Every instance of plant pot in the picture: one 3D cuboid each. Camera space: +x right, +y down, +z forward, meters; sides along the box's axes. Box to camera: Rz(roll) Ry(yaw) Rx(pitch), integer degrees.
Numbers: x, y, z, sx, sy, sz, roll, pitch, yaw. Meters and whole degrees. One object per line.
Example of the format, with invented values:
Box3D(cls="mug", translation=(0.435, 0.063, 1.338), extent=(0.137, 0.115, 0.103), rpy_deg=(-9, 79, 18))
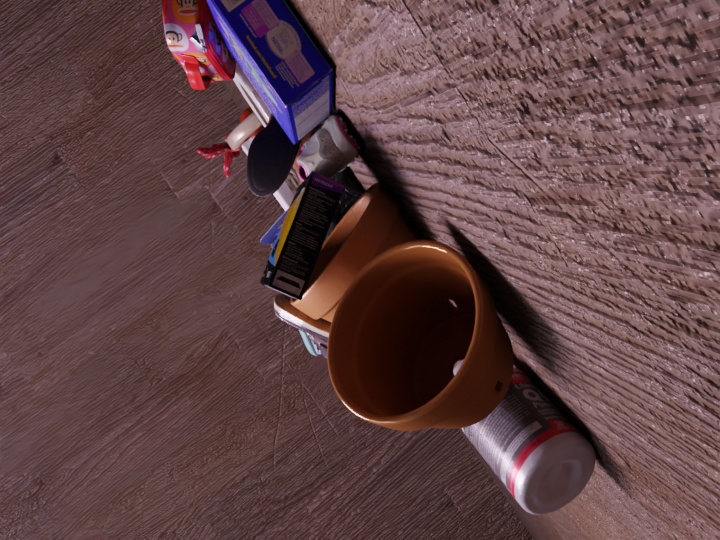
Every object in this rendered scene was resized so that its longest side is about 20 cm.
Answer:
Box3D(cls="plant pot", translation=(0.080, 0.088, 0.920), extent=(0.139, 0.201, 0.201), rpy_deg=(34, -168, -46))
Box3D(cls="plant pot", translation=(0.015, 0.005, 1.129), extent=(0.139, 0.202, 0.200), rpy_deg=(37, 179, -9))

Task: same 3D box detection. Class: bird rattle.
Box3D(cls="bird rattle", translation=(-0.211, -0.272, 1.557), extent=(0.114, 0.198, 0.163), rpy_deg=(57, 151, -1))

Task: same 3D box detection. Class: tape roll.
Box3D(cls="tape roll", translation=(-0.147, -0.290, 1.384), extent=(0.204, 0.070, 0.202), rpy_deg=(55, 177, 4))

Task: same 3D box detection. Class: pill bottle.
Box3D(cls="pill bottle", translation=(0.190, 0.192, 1.023), extent=(0.111, 0.110, 0.200), rpy_deg=(56, 176, -39))

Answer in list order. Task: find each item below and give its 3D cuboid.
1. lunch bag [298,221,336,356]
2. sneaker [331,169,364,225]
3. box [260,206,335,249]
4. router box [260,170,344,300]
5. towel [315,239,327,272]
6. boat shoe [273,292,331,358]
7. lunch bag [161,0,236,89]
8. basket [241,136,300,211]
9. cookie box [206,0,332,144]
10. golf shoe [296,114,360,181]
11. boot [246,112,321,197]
Box3D(cls="lunch bag", translation=(-0.065, 0.022, 1.350), extent=(0.202, 0.075, 0.162), rpy_deg=(-87, -20, -50))
Box3D(cls="sneaker", translation=(-0.030, -0.133, 1.391), extent=(0.202, 0.075, 0.091), rpy_deg=(59, -173, -15))
Box3D(cls="box", translation=(-0.075, -0.066, 1.455), extent=(0.198, 0.121, 0.033), rpy_deg=(11, -140, -54))
Box3D(cls="router box", translation=(-0.081, -0.042, 1.090), extent=(0.050, 0.152, 0.200), rpy_deg=(22, 176, -9))
Box3D(cls="towel", translation=(0.000, 0.000, 1.283), extent=(0.148, 0.037, 0.201), rpy_deg=(40, -140, -1))
Box3D(cls="boat shoe", translation=(-0.038, 0.095, 1.189), extent=(0.196, 0.066, 0.072), rpy_deg=(22, -149, 0))
Box3D(cls="lunch bag", translation=(-0.220, -0.342, 1.136), extent=(0.200, 0.080, 0.181), rpy_deg=(43, -132, -88))
Box3D(cls="basket", translation=(-0.108, -0.172, 1.527), extent=(0.201, 0.122, 0.136), rpy_deg=(52, 176, 17))
Box3D(cls="cookie box", translation=(-0.108, -0.265, 1.017), extent=(0.173, 0.075, 0.200), rpy_deg=(55, 176, 1))
Box3D(cls="golf shoe", translation=(-0.054, -0.163, 1.156), extent=(0.076, 0.091, 0.200), rpy_deg=(52, 178, -2))
Box3D(cls="boot", translation=(-0.107, -0.171, 1.216), extent=(0.200, 0.067, 0.193), rpy_deg=(72, -155, -75))
